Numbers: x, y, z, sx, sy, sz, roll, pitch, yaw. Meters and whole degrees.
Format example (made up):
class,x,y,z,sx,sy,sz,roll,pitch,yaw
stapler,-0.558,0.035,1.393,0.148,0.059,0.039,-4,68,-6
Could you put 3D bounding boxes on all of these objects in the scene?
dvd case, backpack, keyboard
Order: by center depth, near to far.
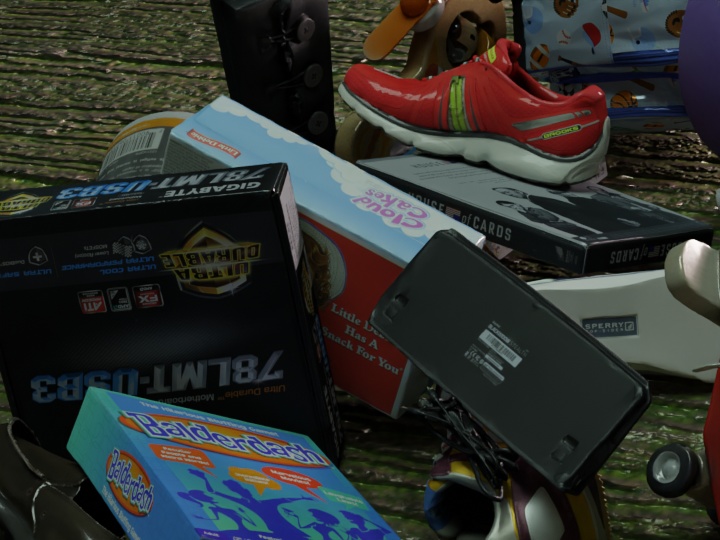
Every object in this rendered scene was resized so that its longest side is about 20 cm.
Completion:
class,x,y,z,sx,sy,sz,roll,pitch,yaw
keyboard,0.078,0.062,1.393,0.104,0.040,0.200,-47,45,-2
dvd case,0.115,-0.043,1.657,0.199,0.025,0.150,21,19,38
backpack,0.223,-0.177,1.813,0.189,0.155,0.199,-11,3,40

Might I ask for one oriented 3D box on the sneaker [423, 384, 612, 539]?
class,x,y,z,sx,sy,sz,roll,pitch,yaw
sneaker,0.068,0.110,1.432,0.089,0.076,0.200,-18,25,-15

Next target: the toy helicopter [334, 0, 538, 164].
class,x,y,z,sx,sy,sz,roll,pitch,yaw
toy helicopter,0.045,-0.146,1.816,0.078,0.133,0.200,15,49,36

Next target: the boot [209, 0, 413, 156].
class,x,y,z,sx,sy,sz,roll,pitch,yaw
boot,-0.030,-0.140,1.825,0.065,0.201,0.164,13,35,40

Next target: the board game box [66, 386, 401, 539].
class,x,y,z,sx,sy,sz,roll,pitch,yaw
board game box,-0.064,0.136,1.382,0.151,0.045,0.200,15,14,-29

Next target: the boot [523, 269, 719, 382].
class,x,y,z,sx,sy,sz,roll,pitch,yaw
boot,0.177,0.028,1.563,0.198,0.073,0.090,3,8,4

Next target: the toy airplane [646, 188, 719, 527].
class,x,y,z,sx,sy,sz,roll,pitch,yaw
toy airplane,0.247,0.045,1.348,0.140,0.201,0.200,0,25,44

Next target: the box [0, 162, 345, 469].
class,x,y,z,sx,sy,sz,roll,pitch,yaw
box,-0.123,0.041,1.505,0.198,0.200,0.050,-5,25,11

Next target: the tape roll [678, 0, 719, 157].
class,x,y,z,sx,sy,sz,roll,pitch,yaw
tape roll,0.323,-0.155,1.714,0.199,0.201,0.085,-24,29,-25

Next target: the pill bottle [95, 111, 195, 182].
class,x,y,z,sx,sy,sz,roll,pitch,yaw
pill bottle,-0.139,-0.007,1.679,0.115,0.117,0.201,-4,40,14

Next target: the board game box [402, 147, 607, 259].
class,x,y,z,sx,sy,sz,roll,pitch,yaw
board game box,0.070,-0.051,1.797,0.134,0.034,0.200,11,34,38

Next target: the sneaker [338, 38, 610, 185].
class,x,y,z,sx,sy,sz,roll,pitch,yaw
sneaker,0.082,-0.121,1.710,0.199,0.086,0.077,16,15,20

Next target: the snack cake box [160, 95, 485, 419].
class,x,y,z,sx,sy,sz,roll,pitch,yaw
snack cake box,-0.033,-0.010,1.538,0.199,0.116,0.067,29,36,16

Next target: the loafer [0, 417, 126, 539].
class,x,y,z,sx,sy,sz,roll,pitch,yaw
loafer,-0.170,0.146,1.447,0.071,0.073,0.200,-37,40,-3

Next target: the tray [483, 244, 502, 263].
class,x,y,z,sx,sy,sz,roll,pitch,yaw
tray,0.000,0.000,1.670,0.099,0.037,0.199,-53,38,-9
